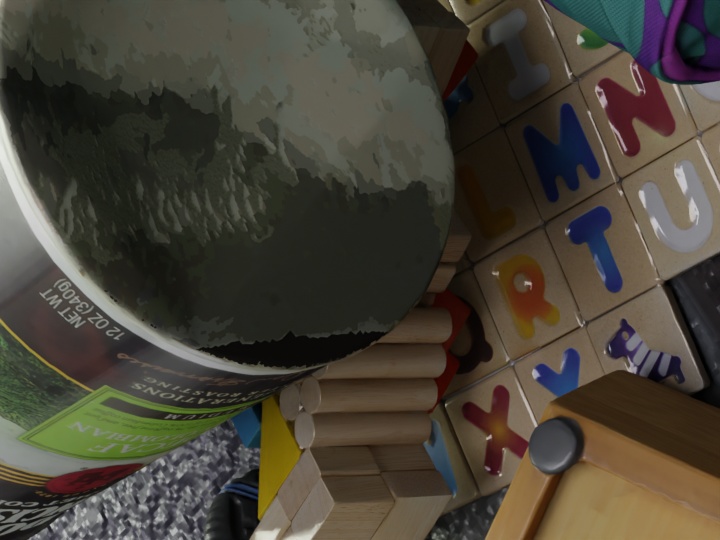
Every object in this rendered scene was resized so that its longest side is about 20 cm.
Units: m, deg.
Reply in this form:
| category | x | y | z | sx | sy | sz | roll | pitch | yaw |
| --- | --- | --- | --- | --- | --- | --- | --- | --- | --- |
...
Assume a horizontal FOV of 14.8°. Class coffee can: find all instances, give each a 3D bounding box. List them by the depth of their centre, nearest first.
| category | x | y | z | sx | sy | sz | roll | pitch | yaw |
| --- | --- | --- | --- | --- | --- | --- | --- | --- | --- |
| coffee can | -0.088 | -0.010 | 0.809 | 0.200 | 0.146 | 0.147 | -31 | 77 | 49 |

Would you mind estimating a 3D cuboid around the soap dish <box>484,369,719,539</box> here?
| category | x | y | z | sx | sy | sz | roll | pitch | yaw |
| --- | --- | --- | --- | --- | --- | --- | --- | --- | --- |
| soap dish | 0.083 | 0.140 | 0.760 | 0.157 | 0.081 | 0.200 | 24 | 89 | 37 |

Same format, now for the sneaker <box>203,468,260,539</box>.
| category | x | y | z | sx | sy | sz | roll | pitch | yaw |
| --- | --- | --- | --- | --- | --- | --- | --- | --- | --- |
| sneaker | 0.015 | 0.156 | 0.890 | 0.200 | 0.076 | 0.077 | 57 | 152 | 19 |

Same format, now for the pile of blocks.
| category | x | y | z | sx | sy | sz | roll | pitch | yaw |
| --- | --- | --- | --- | --- | --- | --- | --- | --- | --- |
| pile of blocks | 0.000 | 0.000 | 0.865 | 0.082 | 0.062 | 0.201 | 15 | 101 | 53 |

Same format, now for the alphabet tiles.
| category | x | y | z | sx | sy | sz | roll | pitch | yaw |
| --- | --- | --- | --- | --- | --- | --- | --- | --- | --- |
| alphabet tiles | 0.051 | -0.029 | 0.852 | 0.200 | 0.008 | 0.168 | -31 | 77 | 42 |

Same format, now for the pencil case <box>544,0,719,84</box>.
| category | x | y | z | sx | sy | sz | roll | pitch | yaw |
| --- | --- | --- | --- | --- | --- | --- | --- | --- | --- |
| pencil case | 0.049 | -0.133 | 0.774 | 0.092 | 0.085 | 0.200 | -47 | 58 | -4 |
